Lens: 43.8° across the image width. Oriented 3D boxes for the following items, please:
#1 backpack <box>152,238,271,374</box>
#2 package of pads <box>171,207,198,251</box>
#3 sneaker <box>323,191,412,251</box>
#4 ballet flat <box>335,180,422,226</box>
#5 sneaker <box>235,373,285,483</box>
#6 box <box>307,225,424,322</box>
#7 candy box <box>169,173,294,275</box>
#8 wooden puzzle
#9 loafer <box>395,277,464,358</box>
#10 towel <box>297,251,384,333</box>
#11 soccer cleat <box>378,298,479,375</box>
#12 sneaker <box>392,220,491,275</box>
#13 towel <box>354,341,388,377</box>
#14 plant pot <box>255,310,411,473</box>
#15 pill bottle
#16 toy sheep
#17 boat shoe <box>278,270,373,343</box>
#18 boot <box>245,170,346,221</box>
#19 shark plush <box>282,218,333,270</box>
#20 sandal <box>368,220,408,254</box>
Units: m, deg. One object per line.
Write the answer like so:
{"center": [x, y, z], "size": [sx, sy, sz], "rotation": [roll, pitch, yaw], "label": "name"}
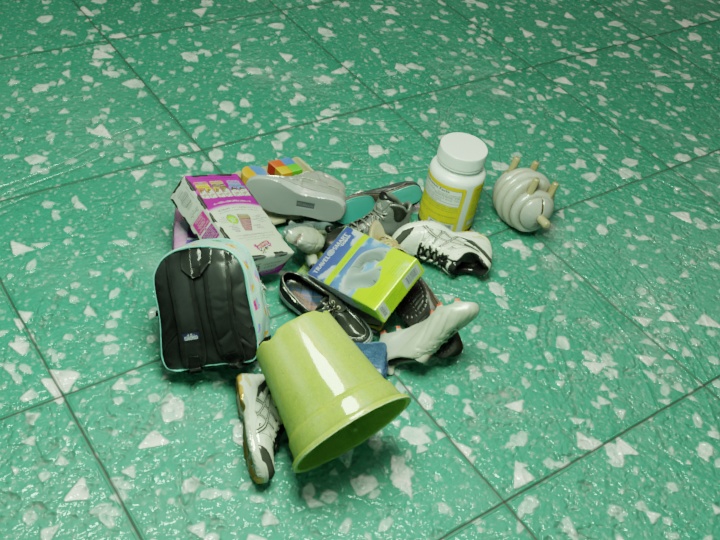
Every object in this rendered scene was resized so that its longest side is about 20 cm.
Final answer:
{"center": [-0.239, 0.046, 1.444], "size": [0.175, 0.201, 0.153], "rotation": [-7, 16, 12], "label": "backpack"}
{"center": [-0.284, -0.039, 1.640], "size": [0.120, 0.076, 0.200], "rotation": [5, 42, -13], "label": "package of pads"}
{"center": [0.015, -0.102, 1.745], "size": [0.199, 0.116, 0.075], "rotation": [-15, 48, -27], "label": "sneaker"}
{"center": [0.028, -0.138, 1.829], "size": [0.199, 0.073, 0.073], "rotation": [-17, 48, -13], "label": "ballet flat"}
{"center": [-0.139, 0.233, 1.373], "size": [0.087, 0.076, 0.200], "rotation": [-1, 44, -14], "label": "sneaker"}
{"center": [0.000, 0.000, 1.578], "size": [0.200, 0.048, 0.122], "rotation": [26, 70, 39], "label": "box"}
{"center": [-0.229, -0.080, 1.595], "size": [0.136, 0.061, 0.200], "rotation": [-10, 56, -52], "label": "candy box"}
{"center": [-0.164, -0.170, 1.827], "size": [0.200, 0.046, 0.185], "rotation": [-21, 48, -31], "label": "wooden puzzle"}
{"center": [0.119, 0.085, 1.606], "size": [0.073, 0.071, 0.200], "rotation": [-38, 54, 13], "label": "loafer"}
{"center": [-0.028, 0.037, 1.653], "size": [0.199, 0.023, 0.144], "rotation": [23, 44, 13], "label": "towel"}
{"center": [0.117, 0.113, 1.508], "size": [0.069, 0.200, 0.078], "rotation": [30, 41, -49], "label": "soccer cleat"}
{"center": [0.160, -0.038, 1.726], "size": [0.199, 0.076, 0.088], "rotation": [6, 42, -5], "label": "sneaker"}
{"center": [-0.053, 0.145, 1.471], "size": [0.199, 0.049, 0.112], "rotation": [7, 15, 3], "label": "towel"}
{"center": [-0.057, 0.168, 1.335], "size": [0.200, 0.201, 0.185], "rotation": [-21, 68, -31], "label": "plant pot"}
{"center": [0.186, -0.166, 1.791], "size": [0.114, 0.200, 0.115], "rotation": [7, 42, -6], "label": "pill bottle"}
{"center": [0.342, -0.149, 1.858], "size": [0.137, 0.138, 0.200], "rotation": [-2, 35, -15], "label": "toy sheep"}
{"center": [-0.065, 0.070, 1.567], "size": [0.200, 0.057, 0.069], "rotation": [33, 65, 17], "label": "boat shoe"}
{"center": [-0.124, -0.158, 1.747], "size": [0.199, 0.074, 0.096], "rotation": [16, 35, -11], "label": "boot"}
{"center": [-0.102, -0.083, 1.686], "size": [0.083, 0.091, 0.200], "rotation": [22, 24, -8], "label": "shark plush"}
{"center": [0.056, -0.013, 1.639], "size": [0.069, 0.078, 0.212], "rotation": [-15, 42, 24], "label": "sandal"}
